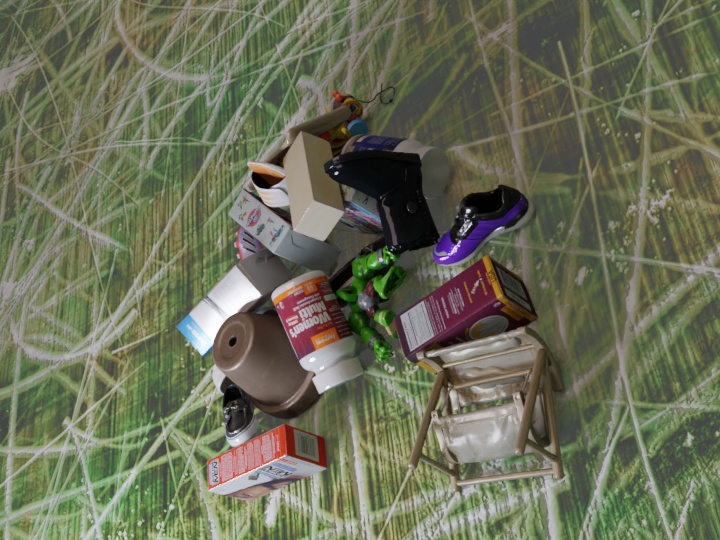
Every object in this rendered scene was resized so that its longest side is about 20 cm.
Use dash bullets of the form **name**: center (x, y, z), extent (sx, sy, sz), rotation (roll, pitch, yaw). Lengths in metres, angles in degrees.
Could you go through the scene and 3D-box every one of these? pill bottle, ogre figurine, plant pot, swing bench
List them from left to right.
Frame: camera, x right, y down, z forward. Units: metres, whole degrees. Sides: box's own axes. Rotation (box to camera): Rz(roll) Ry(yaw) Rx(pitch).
- **plant pot**: center (-0.181, 0.162, 1.718), extent (0.199, 0.174, 0.202), rotation (-20, 57, 34)
- **pill bottle**: center (-0.074, 0.111, 1.643), extent (0.109, 0.109, 0.201), rotation (-30, 80, 28)
- **ogre figurine**: center (0.023, 0.047, 1.638), extent (0.119, 0.098, 0.202), rotation (16, 123, 51)
- **pill bottle**: center (0.064, -0.192, 1.719), extent (0.199, 0.115, 0.117), rotation (13, 77, 44)
- **swing bench**: center (0.192, 0.211, 1.381), extent (0.198, 0.129, 0.202), rotation (-17, 52, 37)

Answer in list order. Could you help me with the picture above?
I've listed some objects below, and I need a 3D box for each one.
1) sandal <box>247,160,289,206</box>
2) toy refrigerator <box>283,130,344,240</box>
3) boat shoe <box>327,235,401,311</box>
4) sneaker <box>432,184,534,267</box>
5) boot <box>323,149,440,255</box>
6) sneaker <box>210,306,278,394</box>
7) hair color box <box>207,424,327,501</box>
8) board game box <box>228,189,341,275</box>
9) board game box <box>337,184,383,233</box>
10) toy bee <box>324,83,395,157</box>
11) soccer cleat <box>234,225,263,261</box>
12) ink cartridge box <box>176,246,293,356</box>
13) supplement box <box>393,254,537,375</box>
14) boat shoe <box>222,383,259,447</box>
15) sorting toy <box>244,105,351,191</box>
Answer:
- **sandal**: center (-0.150, -0.144, 1.757), extent (0.079, 0.207, 0.060), rotation (12, 73, 32)
- **toy refrigerator**: center (-0.083, -0.152, 1.632), extent (0.076, 0.069, 0.201), rotation (-53, 32, 32)
- **boat shoe**: center (0.000, 0.000, 1.719), extent (0.200, 0.057, 0.067), rotation (-45, 43, 16)
- **sneaker**: center (0.189, -0.085, 1.556), extent (0.199, 0.099, 0.070), rotation (-34, 47, 25)
- **boot**: center (0.041, -0.113, 1.544), extent (0.076, 0.199, 0.170), rotation (-27, 71, 51)
- **sneaker**: center (-0.244, 0.148, 1.857), extent (0.201, 0.073, 0.085), rotation (-55, 41, 4)
- **hair color box**: center (-0.170, 0.351, 1.652), extent (0.199, 0.111, 0.064), rotation (-28, 53, 30)
- **board game box**: center (-0.153, -0.076, 1.827), extent (0.200, 0.147, 0.065), rotation (36, 97, 47)
- **board game box**: center (-0.005, -0.126, 1.699), extent (0.199, 0.147, 0.065), rotation (7, 72, 58)
- **toy bee**: center (-0.036, -0.321, 1.889), extent (0.130, 0.108, 0.201), rotation (21, 83, 48)
- **soccer cleat**: center (-0.220, -0.017, 1.940), extent (0.076, 0.067, 0.201), rotation (-16, 53, 10)
- **ink cartridge box**: center (-0.246, 0.059, 1.802), extent (0.200, 0.146, 0.084), rotation (-42, 88, 26)
- **supplement box**: center (0.168, 0.077, 1.483), extent (0.199, 0.110, 0.086), rotation (-36, 48, 24)
- **boat shoe**: center (-0.235, 0.272, 1.731), extent (0.068, 0.057, 0.200), rotation (-36, 15, 0)
- **sorting toy**: center (-0.120, -0.234, 1.802), extent (0.037, 0.185, 0.200), rotation (54, 137, 5)
